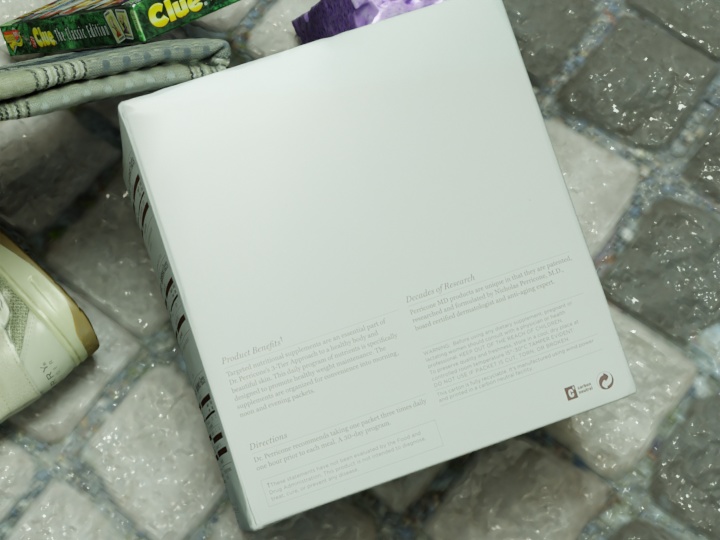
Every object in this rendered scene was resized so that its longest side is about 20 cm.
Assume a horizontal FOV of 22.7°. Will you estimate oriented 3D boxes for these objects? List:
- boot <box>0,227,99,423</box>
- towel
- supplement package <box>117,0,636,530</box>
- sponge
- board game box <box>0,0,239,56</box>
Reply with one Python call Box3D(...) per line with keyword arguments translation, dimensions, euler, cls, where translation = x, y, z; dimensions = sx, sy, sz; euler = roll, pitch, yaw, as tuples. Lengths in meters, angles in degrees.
Box3D(translation=(-0.255, 0.024, 0.932), dimensions=(0.200, 0.072, 0.155), euler=(40, 74, 16), cls="boot")
Box3D(translation=(-0.184, -0.077, 0.855), dimensions=(0.198, 0.192, 0.035), euler=(-15, 101, -29), cls="towel")
Box3D(translation=(0.000, 0.000, 0.874), dimensions=(0.189, 0.147, 0.202), euler=(-18, 85, -9), cls="supplement package")
Box3D(translation=(0.031, -0.146, 0.944), dimensions=(0.110, 0.200, 0.030), euler=(-20, 95, -9), cls="sponge")
Box3D(translation=(-0.112, -0.144, 0.945), dimensions=(0.104, 0.199, 0.024), euler=(-26, 106, -26), cls="board game box")
